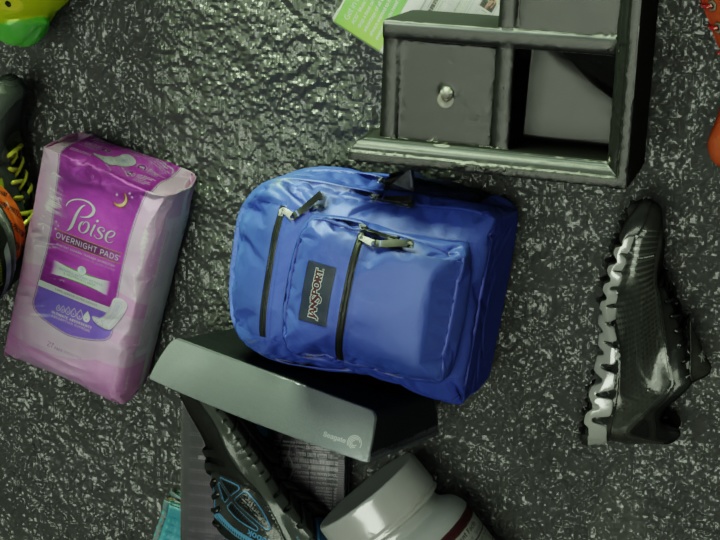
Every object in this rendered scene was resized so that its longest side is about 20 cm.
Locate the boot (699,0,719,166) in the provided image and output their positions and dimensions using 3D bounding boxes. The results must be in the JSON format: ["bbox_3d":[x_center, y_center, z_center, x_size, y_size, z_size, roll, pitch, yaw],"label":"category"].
[{"bbox_3d":[0.267,-0.166,1.030,0.107,0.075,0.201,23,103,15],"label":"boot"}]

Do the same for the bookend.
[{"bbox_3d":[0.102,-0.171,1.030,0.198,0.092,0.201,8,107,17],"label":"bookend"}]

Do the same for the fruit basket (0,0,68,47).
[{"bbox_3d":[-0.260,-0.276,1.143,0.214,0.155,0.217,0,89,12],"label":"fruit basket"}]

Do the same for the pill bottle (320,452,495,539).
[{"bbox_3d":[0.065,0.253,1.188,0.114,0.114,0.200,-38,91,24],"label":"pill bottle"}]

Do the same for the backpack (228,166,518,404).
[{"bbox_3d":[0.000,0.000,1.113,0.199,0.168,0.164,14,97,16],"label":"backpack"}]

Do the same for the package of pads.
[{"bbox_3d":[-0.216,-0.001,1.234,0.120,0.076,0.201,20,111,9],"label":"package of pads"}]

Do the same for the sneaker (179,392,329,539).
[{"bbox_3d":[-0.098,0.174,1.215,0.082,0.073,0.201,-34,86,16],"label":"sneaker"}]

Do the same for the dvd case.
[{"bbox_3d":[-0.081,0.196,1.259,0.148,0.016,0.201,3,97,16],"label":"dvd case"}]

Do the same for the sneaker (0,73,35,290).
[{"bbox_3d":[-0.300,-0.070,1.252,0.084,0.075,0.201,25,120,4],"label":"sneaker"}]

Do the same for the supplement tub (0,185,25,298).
[{"bbox_3d":[-0.345,0.005,1.144,0.122,0.200,0.123,7,118,14],"label":"supplement tub"}]

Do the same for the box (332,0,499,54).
[{"bbox_3d":[0.097,-0.193,1.096,0.200,0.036,0.145,34,113,6],"label":"box"}]

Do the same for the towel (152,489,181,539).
[{"bbox_3d":[-0.135,0.309,1.323,0.146,0.022,0.201,25,111,12],"label":"towel"}]

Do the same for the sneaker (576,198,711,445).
[{"bbox_3d":[0.218,0.044,1.107,0.090,0.066,0.201,10,112,13],"label":"sneaker"}]

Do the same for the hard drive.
[{"bbox_3d":[-0.048,0.091,1.159,0.199,0.135,0.043,18,102,26],"label":"hard drive"}]
